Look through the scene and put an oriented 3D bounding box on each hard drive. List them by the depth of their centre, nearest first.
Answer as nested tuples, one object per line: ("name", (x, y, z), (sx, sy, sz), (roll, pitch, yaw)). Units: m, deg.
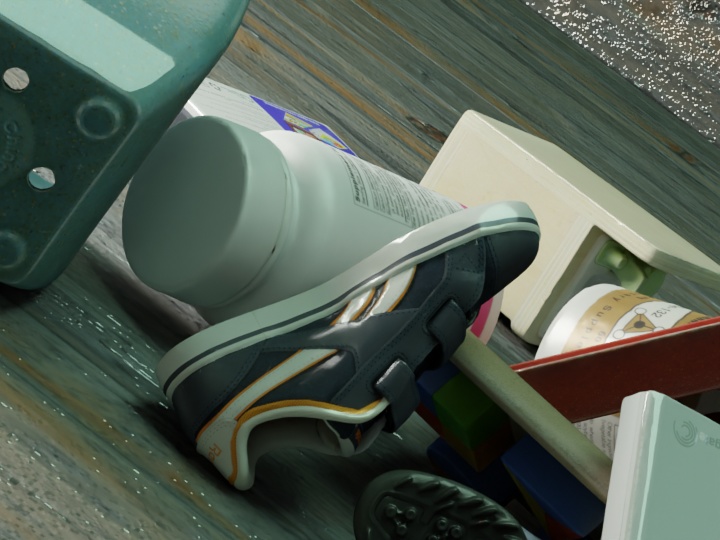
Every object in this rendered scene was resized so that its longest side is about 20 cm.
("hard drive", (0.162, 0.172, 1.184), (0.132, 0.026, 0.200), (28, 58, -28))

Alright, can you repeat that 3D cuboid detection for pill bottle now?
("pill bottle", (-0.025, -0.009, 1.382), (0.200, 0.113, 0.113), (21, 20, -44))
("pill bottle", (0.211, 0.088, 1.537), (0.200, 0.115, 0.114), (19, 2, 35))

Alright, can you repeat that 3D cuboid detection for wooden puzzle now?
("wooden puzzle", (0.088, 0.110, 1.324), (0.185, 0.046, 0.200), (42, -11, 29))

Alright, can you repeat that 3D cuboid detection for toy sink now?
("toy sink", (0.147, -0.009, 1.836), (0.200, 0.112, 0.130), (39, 13, 33))

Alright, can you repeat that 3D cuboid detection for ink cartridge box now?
("ink cartridge box", (-0.037, -0.052, 1.676), (0.198, 0.043, 0.200), (19, 20, -50))

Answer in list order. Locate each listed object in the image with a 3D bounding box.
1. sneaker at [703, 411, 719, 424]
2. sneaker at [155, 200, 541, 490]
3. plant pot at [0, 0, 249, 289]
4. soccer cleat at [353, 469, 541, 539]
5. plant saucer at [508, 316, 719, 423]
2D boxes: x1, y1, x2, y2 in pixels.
("sneaker", (0.208, 0.167, 1.382), (0.200, 0.078, 0.116), (-90, 154, -63))
("sneaker", (0.007, 0.040, 1.223), (0.080, 0.200, 0.078), (62, -6, 21))
("plant pot", (-0.177, -0.106, 1.235), (0.196, 0.196, 0.200), (32, 22, -16))
("soccer cleat", (0.075, 0.157, 1.236), (0.200, 0.068, 0.073), (30, -5, -18))
("plant saucer", (0.168, 0.051, 1.396), (0.200, 0.200, 0.037), (144, -68, -85))
